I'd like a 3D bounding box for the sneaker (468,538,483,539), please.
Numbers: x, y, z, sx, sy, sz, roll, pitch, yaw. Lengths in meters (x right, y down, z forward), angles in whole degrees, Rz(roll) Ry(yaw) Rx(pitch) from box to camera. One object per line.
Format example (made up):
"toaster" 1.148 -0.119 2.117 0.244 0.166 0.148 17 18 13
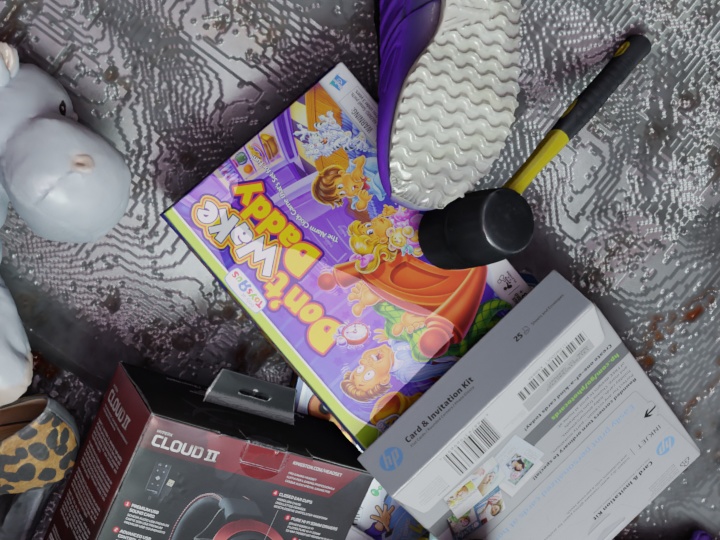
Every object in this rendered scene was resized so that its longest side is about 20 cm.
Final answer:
"sneaker" 0.015 0.205 1.140 0.082 0.073 0.200 36 135 -4

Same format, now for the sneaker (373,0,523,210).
"sneaker" 0.041 -0.127 1.114 0.069 0.099 0.200 16 79 -24

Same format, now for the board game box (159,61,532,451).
"board game box" 0.000 0.000 1.139 0.134 0.045 0.200 -41 97 -6

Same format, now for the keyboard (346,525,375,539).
"keyboard" -0.060 0.231 1.226 0.056 0.011 0.200 36 109 -14

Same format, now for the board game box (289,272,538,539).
"board game box" 0.021 0.088 1.207 0.135 0.034 0.200 11 102 -9

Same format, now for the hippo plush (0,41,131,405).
"hippo plush" -0.213 -0.032 1.118 0.161 0.159 0.200 -44 63 -12

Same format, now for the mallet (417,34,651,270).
"mallet" 0.103 -0.070 1.134 0.041 0.066 0.200 52 51 -16

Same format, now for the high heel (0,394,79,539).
"high heel" -0.266 0.103 1.129 0.200 0.071 0.143 8 140 -20

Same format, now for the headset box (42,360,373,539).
"headset box" -0.095 0.152 1.134 0.148 0.075 0.200 17 104 -28

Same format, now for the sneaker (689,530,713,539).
"sneaker" 0.151 0.222 1.224 0.200 0.083 0.081 -19 139 -22

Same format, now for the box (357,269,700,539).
"box" 0.105 0.109 1.157 0.156 0.041 0.200 -44 139 -1
